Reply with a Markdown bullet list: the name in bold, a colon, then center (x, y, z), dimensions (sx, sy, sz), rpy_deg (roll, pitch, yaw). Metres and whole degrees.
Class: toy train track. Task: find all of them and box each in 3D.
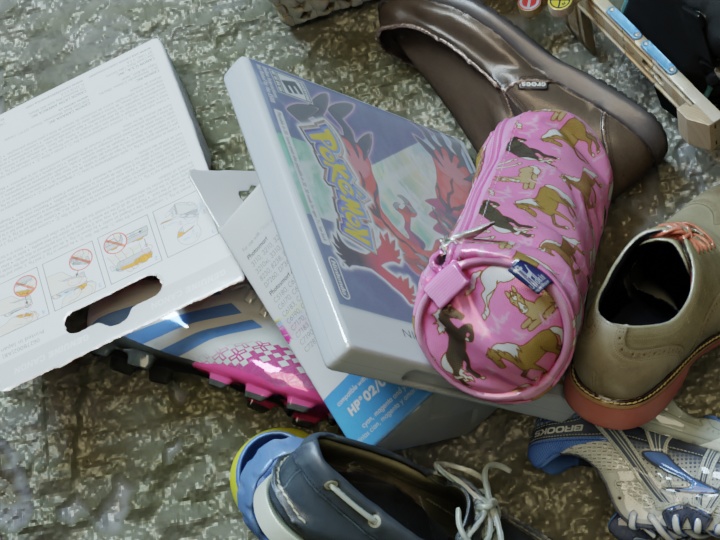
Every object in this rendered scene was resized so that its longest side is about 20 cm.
- **toy train track**: center (0.137, -0.135, 0.935), dimensions (0.032, 0.115, 0.201), rpy_deg (-32, 55, -7)

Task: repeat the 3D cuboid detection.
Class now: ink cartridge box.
- **ink cartridge box**: center (-0.161, -0.029, 0.986), dimensions (0.159, 0.050, 0.201), rpy_deg (-25, 57, 2)
- **ink cartridge box**: center (0.000, 0.000, 0.926), dimensions (0.068, 0.115, 0.201), rpy_deg (-45, 68, 28)

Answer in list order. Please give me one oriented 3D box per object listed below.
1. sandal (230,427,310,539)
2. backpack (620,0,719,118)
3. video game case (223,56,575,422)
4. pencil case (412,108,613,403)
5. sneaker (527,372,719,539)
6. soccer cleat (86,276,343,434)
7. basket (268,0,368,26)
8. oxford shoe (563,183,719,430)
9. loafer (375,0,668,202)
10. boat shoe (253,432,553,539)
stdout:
- **sandal**: center (-0.005, 0.161, 0.902), dimensions (0.199, 0.087, 0.080), rpy_deg (38, 81, 17)
- **backpack**: center (0.237, -0.199, 0.919), dimensions (0.199, 0.176, 0.154), rpy_deg (-33, 74, -5)
- **video game case**: center (0.024, -0.017, 0.883), dimensions (0.023, 0.181, 0.201), rpy_deg (-44, 50, 29)
- **pencil case**: center (0.086, -0.014, 0.859), dimensions (0.082, 0.200, 0.088), rpy_deg (10, 119, 11)
- **sneaker**: center (0.179, 0.122, 0.889), dimensions (0.199, 0.077, 0.086), rpy_deg (28, 81, 27)
- **soccer cleat**: center (-0.069, 0.034, 0.960), dimensions (0.198, 0.070, 0.087), rpy_deg (15, 77, 15)
- **basket**: center (-0.021, -0.283, 0.984), dimensions (0.159, 0.198, 0.202), rpy_deg (-21, 71, 8)
- **oxford shoe**: center (0.179, 0.001, 0.884), dimensions (0.070, 0.075, 0.200), rpy_deg (22, 46, 21)
- **loafer**: center (0.085, -0.102, 0.970), dimensions (0.199, 0.073, 0.071), rpy_deg (32, 80, 18)
- **boat shoe**: center (0.040, 0.134, 0.858), dimensions (0.062, 0.198, 0.075), rpy_deg (-50, 27, 31)
